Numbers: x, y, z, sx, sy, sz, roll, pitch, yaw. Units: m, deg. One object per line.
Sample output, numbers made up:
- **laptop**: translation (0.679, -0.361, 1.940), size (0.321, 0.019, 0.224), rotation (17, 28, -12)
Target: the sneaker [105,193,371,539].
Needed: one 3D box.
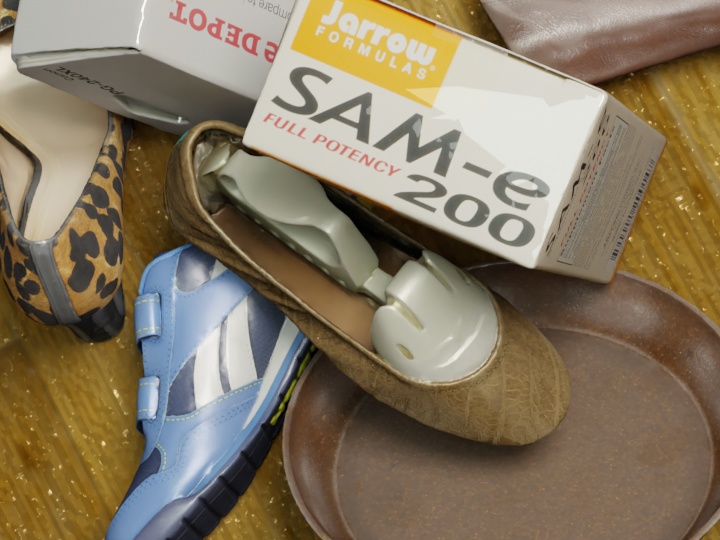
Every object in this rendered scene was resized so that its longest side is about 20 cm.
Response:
- **sneaker**: translation (-0.068, 0.041, 1.030), size (0.082, 0.074, 0.201), rotation (26, 75, 6)

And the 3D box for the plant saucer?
- **plant saucer**: translation (0.067, 0.073, 0.994), size (0.199, 0.035, 0.201), rotation (-5, 43, 4)

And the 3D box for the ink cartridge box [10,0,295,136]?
- **ink cartridge box**: translation (-0.059, -0.165, 1.014), size (0.083, 0.145, 0.202), rotation (1, 79, 40)

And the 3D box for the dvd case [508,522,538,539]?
- **dvd case**: translation (0.087, 0.220, 0.943), size (0.150, 0.025, 0.201), rotation (41, 44, -15)

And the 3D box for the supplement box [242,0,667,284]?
- **supplement box**: translation (0.045, -0.052, 0.955), size (0.125, 0.200, 0.074), rotation (23, 94, 15)

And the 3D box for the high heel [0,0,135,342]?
- **high heel**: translation (-0.137, -0.072, 1.009), size (0.071, 0.143, 0.201), rotation (-14, 81, -1)

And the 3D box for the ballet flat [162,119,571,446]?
- **ballet flat**: translation (0.000, 0.000, 0.964), size (0.200, 0.072, 0.068), rotation (37, 74, 13)

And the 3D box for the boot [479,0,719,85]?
- **boot**: translation (0.156, -0.093, 1.049), size (0.198, 0.064, 0.188), rotation (-9, 73, -1)
